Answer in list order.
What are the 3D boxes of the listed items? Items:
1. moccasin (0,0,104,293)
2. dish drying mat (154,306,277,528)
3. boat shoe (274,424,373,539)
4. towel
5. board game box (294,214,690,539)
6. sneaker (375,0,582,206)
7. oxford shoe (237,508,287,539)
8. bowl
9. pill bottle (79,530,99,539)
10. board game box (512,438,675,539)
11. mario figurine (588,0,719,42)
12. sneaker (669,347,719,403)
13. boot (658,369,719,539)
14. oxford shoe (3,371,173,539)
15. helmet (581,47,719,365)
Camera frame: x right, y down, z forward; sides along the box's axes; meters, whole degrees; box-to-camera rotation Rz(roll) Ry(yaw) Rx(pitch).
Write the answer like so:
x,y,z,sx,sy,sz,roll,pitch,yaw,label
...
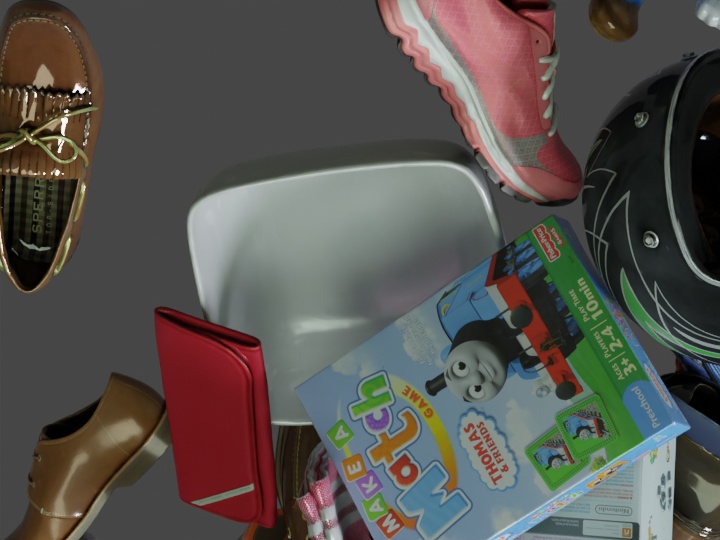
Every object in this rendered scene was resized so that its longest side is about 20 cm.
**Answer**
x,y,z,sx,sy,sz,roll,pitch,yaw,label
-0.204,-0.076,1.359,0.074,0.078,0.202,12,126,-5,moccasin
-0.095,0.102,1.439,0.077,0.018,0.200,18,143,17,dish drying mat
-0.016,0.180,1.491,0.072,0.068,0.200,-3,94,-13,boat shoe
0.006,0.212,1.386,0.030,0.146,0.200,-18,96,5,towel
0.077,0.084,1.325,0.200,0.151,0.037,-35,160,16,board game box
0.091,-0.120,1.310,0.087,0.074,0.200,-29,119,21,sneaker
0.001,0.223,1.579,0.200,0.071,0.073,20,152,-13,oxford shoe
0.000,0.000,1.402,0.199,0.075,0.200,-7,124,9,bowl
-0.182,0.293,1.600,0.116,0.116,0.200,-26,120,21,pill bottle
0.115,0.182,1.358,0.147,0.064,0.200,2,89,25,board game box
0.191,-0.204,1.219,0.123,0.106,0.200,9,144,-47,mario figurine
0.233,0.094,1.455,0.078,0.075,0.200,-18,121,20,sneaker
0.184,0.081,1.410,0.200,0.075,0.097,47,126,14,boot
-0.208,0.146,1.530,0.071,0.071,0.200,36,110,-14,oxford shoe
0.228,-0.035,1.291,0.190,0.200,0.200,8,127,13,helmet
